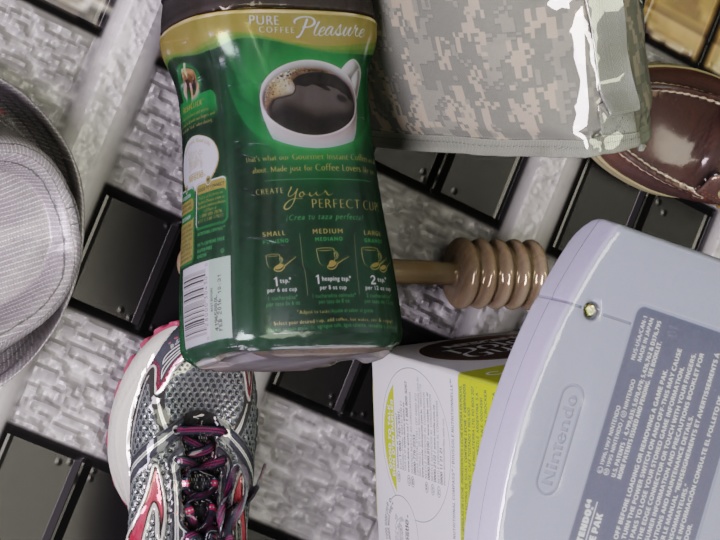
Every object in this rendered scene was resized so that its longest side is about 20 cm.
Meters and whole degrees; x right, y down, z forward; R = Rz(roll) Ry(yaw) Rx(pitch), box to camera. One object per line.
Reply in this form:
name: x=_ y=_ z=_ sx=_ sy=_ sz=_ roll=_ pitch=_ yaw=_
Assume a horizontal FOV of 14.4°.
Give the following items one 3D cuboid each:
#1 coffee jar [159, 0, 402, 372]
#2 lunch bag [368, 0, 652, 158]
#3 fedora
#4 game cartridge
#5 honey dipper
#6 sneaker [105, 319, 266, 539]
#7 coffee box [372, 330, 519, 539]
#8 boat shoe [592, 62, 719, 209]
coffee jar: x=-0.040 y=-0.055 z=1.364 sx=0.104 sy=0.085 sz=0.201 roll=0 pitch=81 yaw=-28
lunch bag: x=0.074 y=-0.142 z=1.370 sx=0.117 sy=0.200 sz=0.165 roll=-15 pitch=103 yaw=-25
fedora: x=-0.207 y=-0.009 z=1.301 sx=0.199 sy=0.090 sz=0.178 roll=-11 pitch=102 yaw=-26
game cartridge: x=0.119 y=0.085 z=1.299 sx=0.133 sy=0.041 sz=0.201 roll=18 pitch=88 yaw=-22
honey dipper: x=0.000 y=0.000 z=1.448 sx=0.199 sy=0.038 sz=0.038 roll=2 pitch=97 yaw=-24
sneaker: x=-0.079 y=0.123 z=1.398 sx=0.080 sy=0.075 sz=0.201 roll=2 pitch=95 yaw=-27
coffee box: x=0.136 y=0.135 z=1.443 sx=0.199 sy=0.198 sz=0.201 roll=-7 pitch=98 yaw=-26
boat shoe: x=0.211 y=-0.061 z=1.525 sx=0.199 sy=0.072 sz=0.073 roll=20 pitch=88 yaw=-29
